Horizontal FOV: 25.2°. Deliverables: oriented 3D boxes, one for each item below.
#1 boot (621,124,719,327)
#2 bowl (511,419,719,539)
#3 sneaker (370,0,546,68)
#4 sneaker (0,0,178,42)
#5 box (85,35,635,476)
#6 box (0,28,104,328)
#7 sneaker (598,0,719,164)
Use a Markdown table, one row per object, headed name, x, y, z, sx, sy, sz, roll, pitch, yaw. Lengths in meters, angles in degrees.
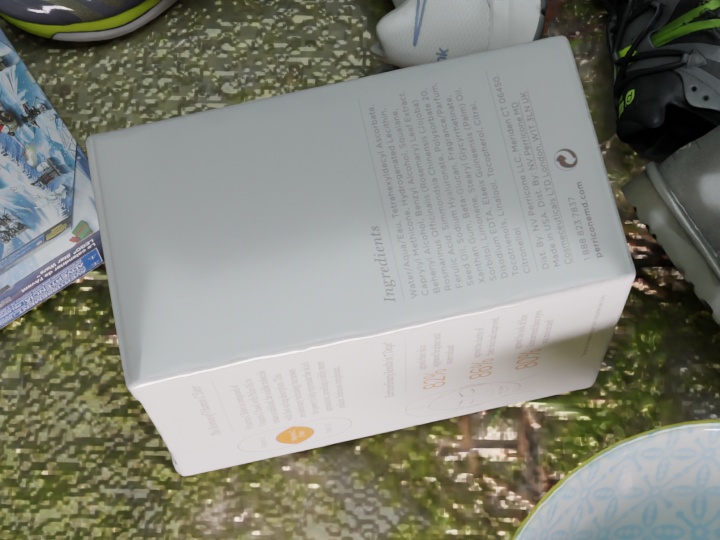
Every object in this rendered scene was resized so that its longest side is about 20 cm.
| name | x | y | z | sx | sy | sz | roll | pitch | yaw |
| --- | --- | --- | --- | --- | --- | --- | --- | --- | --- |
| boot | 0.233 | -0.035 | 0.675 | 0.199 | 0.073 | 0.182 | -38 | 94 | 13 |
| bowl | 0.139 | 0.170 | 0.638 | 0.197 | 0.108 | 0.203 | 0 | 70 | 1 |
| sneaker | 0.041 | -0.186 | 0.784 | 0.086 | 0.075 | 0.202 | 1 | 68 | -8 |
| sneaker | -0.093 | -0.175 | 0.786 | 0.198 | 0.081 | 0.075 | -20 | 69 | -6 |
| box | 0.000 | 0.000 | 0.682 | 0.198 | 0.153 | 0.108 | -12 | 71 | -3 |
| box | -0.217 | -0.060 | 0.771 | 0.136 | 0.040 | 0.201 | -32 | 72 | -10 |
| sneaker | 0.146 | -0.101 | 0.756 | 0.082 | 0.071 | 0.201 | -29 | 74 | -15 |
